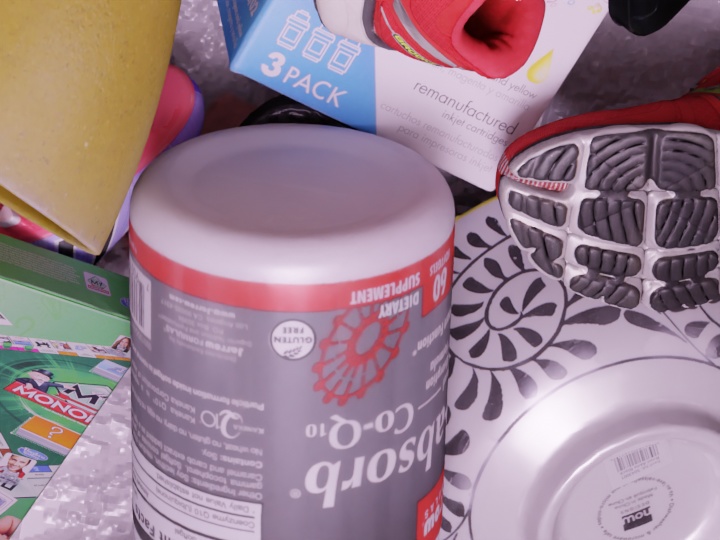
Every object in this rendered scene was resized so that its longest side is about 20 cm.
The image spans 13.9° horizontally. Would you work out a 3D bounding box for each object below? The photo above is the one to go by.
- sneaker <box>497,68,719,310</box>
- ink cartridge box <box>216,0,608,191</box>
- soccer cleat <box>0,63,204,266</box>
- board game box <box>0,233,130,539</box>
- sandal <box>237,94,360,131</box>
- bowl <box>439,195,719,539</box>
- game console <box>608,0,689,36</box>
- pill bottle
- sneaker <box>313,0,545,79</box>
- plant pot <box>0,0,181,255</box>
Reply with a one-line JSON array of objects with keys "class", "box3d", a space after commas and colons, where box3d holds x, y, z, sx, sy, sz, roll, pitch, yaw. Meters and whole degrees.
[{"class": "sneaker", "box3d": [0.135, -0.041, 1.105, 0.200, 0.085, 0.077, -6, 125, -23]}, {"class": "ink cartridge box", "box3d": [0.046, -0.143, 1.067, 0.115, 0.068, 0.200, 24, 114, -18]}, {"class": "soccer cleat", "box3d": [-0.130, -0.004, 1.133, 0.200, 0.067, 0.076, -40, 137, 13]}, {"class": "board game box", "box3d": [-0.193, 0.032, 1.081, 0.200, 0.029, 0.135, 20, 120, -30]}, {"class": "sandal", "box3d": [0.000, 0.000, 1.161, 0.075, 0.045, 0.200, -24, 133, 13]}, {"class": "bowl", "box3d": [0.095, 0.068, 1.150, 0.201, 0.094, 0.201, -11, 128, -14]}, {"class": "game console", "box3d": [0.108, -0.213, 1.002, 0.200, 0.116, 0.176, -46, 152, -26]}, {"class": "pill bottle", "box3d": [-0.026, 0.057, 1.075, 0.116, 0.116, 0.200, -2, 116, -6]}, {"class": "sneaker", "box3d": [0.031, -0.130, 0.948, 0.085, 0.077, 0.200, 25, 159, 18]}, {"class": "plant pot", "box3d": [-0.136, -0.117, 1.008, 0.200, 0.200, 0.142, 34, 86, -22]}]
